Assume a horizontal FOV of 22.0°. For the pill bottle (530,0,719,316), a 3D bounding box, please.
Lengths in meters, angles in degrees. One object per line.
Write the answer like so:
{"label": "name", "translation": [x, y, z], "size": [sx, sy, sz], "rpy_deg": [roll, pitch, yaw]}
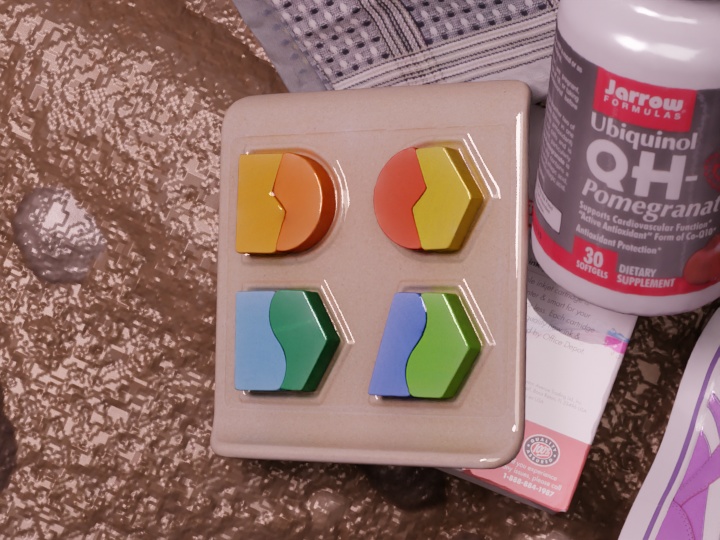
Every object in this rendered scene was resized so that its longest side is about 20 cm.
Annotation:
{"label": "pill bottle", "translation": [0.145, -0.087, 0.891], "size": [0.109, 0.202, 0.111], "rpy_deg": [2, 37, -2]}

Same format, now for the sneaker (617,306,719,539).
{"label": "sneaker", "translation": [0.215, 0.104, 0.967], "size": [0.113, 0.073, 0.202], "rpy_deg": [11, 61, 27]}

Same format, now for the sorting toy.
{"label": "sorting toy", "translation": [0.000, 0.000, 0.973], "size": [0.183, 0.036, 0.203], "rpy_deg": [-1, 82, 28]}

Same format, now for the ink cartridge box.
{"label": "ink cartridge box", "translation": [0.092, 0.019, 1.017], "size": [0.115, 0.068, 0.202], "rpy_deg": [21, 83, 5]}

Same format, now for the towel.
{"label": "towel", "translation": [0.015, -0.150, 0.962], "size": [0.198, 0.193, 0.035], "rpy_deg": [-11, 40, 37]}
